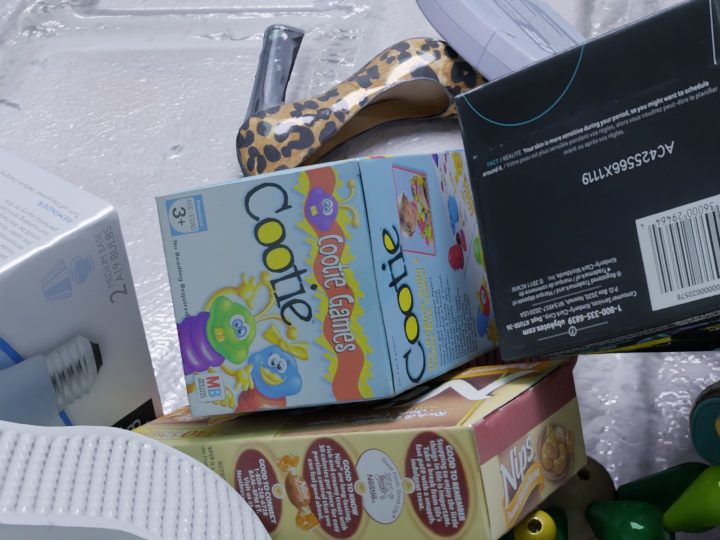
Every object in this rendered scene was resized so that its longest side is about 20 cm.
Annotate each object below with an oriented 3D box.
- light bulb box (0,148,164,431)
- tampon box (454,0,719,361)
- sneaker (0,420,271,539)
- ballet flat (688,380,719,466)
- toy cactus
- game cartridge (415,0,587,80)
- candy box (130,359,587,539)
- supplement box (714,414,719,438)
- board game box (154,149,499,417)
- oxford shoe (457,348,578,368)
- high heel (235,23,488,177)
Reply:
[{"bbox_3d":[-0.211,0.075,0.736,0.125,0.199,0.200,24,45,39],"label":"light bulb box"},{"bbox_3d":[0.171,-0.034,0.713,0.199,0.127,0.150,1,-14,-44],"label":"tampon box"},{"bbox_3d":[-0.120,0.108,0.604,0.079,0.200,0.079,-49,53,15],"label":"sneaker"},{"bbox_3d":[0.261,0.095,0.758,0.199,0.068,0.067,24,22,34],"label":"ballet flat"},{"bbox_3d":[0.124,0.126,0.729,0.199,0.103,0.165,-24,20,-20],"label":"toy cactus"},{"bbox_3d":[0.115,-0.167,1.121,0.133,0.041,0.200,20,23,-30],"label":"game cartridge"},{"bbox_3d":[-0.009,0.086,0.719,0.199,0.056,0.115,-6,8,30],"label":"candy box"},{"bbox_3d":[0.251,0.116,0.615,0.130,0.103,0.201,-17,70,-16],"label":"supplement box"},{"bbox_3d":[0.000,0.000,0.752,0.103,0.105,0.200,-8,2,23],"label":"board game box"},{"bbox_3d":[0.035,0.018,0.896,0.199,0.071,0.074,12,28,19],"label":"oxford shoe"},{"bbox_3d":[0.015,-0.096,1.089,0.199,0.072,0.143,9,59,-1],"label":"high heel"}]
